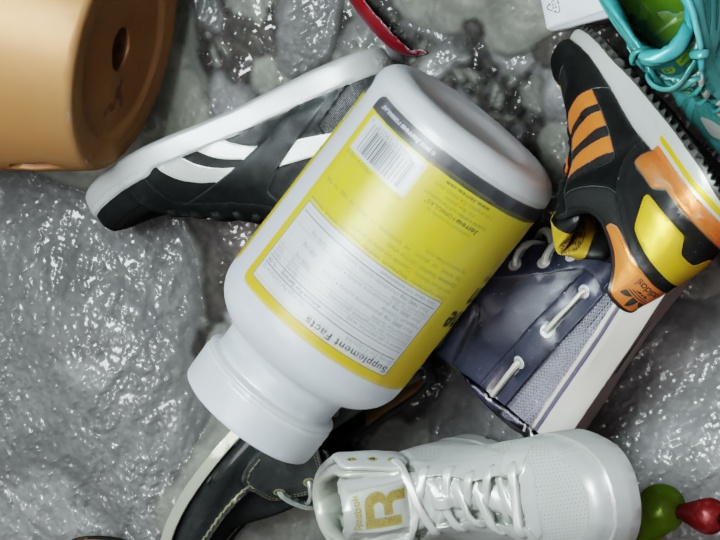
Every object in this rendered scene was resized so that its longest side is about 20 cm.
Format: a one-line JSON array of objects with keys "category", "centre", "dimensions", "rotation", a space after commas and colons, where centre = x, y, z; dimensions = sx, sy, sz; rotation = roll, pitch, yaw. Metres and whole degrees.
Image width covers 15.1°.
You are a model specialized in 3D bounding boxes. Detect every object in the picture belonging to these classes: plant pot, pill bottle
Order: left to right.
[{"category": "plant pot", "centre": [-0.191, -0.138, 1.496], "dimensions": [0.140, 0.200, 0.200], "rotation": [14, 100, 16]}, {"category": "pill bottle", "centre": [0.000, 0.000, 1.414], "dimensions": [0.112, 0.112, 0.200], "rotation": [42, 104, 15]}]

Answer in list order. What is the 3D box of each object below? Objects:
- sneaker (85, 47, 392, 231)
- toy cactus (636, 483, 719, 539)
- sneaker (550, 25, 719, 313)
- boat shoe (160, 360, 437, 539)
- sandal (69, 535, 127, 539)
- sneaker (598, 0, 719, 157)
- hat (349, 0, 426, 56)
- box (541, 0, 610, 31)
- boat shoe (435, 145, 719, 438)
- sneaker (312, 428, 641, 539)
[{"category": "sneaker", "centre": [-0.054, -0.035, 1.508], "dimensions": [0.200, 0.073, 0.112], "rotation": [-25, 85, 23]}, {"category": "toy cactus", "centre": [0.117, 0.197, 1.457], "dimensions": [0.165, 0.102, 0.200], "rotation": [22, 106, 40]}, {"category": "sneaker", "centre": [0.123, -0.052, 1.375], "dimensions": [0.090, 0.070, 0.200], "rotation": [-43, 33, 8]}, {"category": "boat shoe", "centre": [-0.039, 0.105, 1.514], "dimensions": [0.068, 0.072, 0.200], "rotation": [46, 107, 14]}, {"category": "sandal", "centre": [-0.118, 0.239, 1.569], "dimensions": [0.082, 0.055, 0.200], "rotation": [-35, 81, 22]}, {"category": "sneaker", "centre": [0.159, -0.109, 1.325], "dimensions": [0.077, 0.080, 0.200], "rotation": [-22, 119, 36]}, {"category": "hat", "centre": [-0.076, -0.223, 1.530], "dimensions": [0.166, 0.176, 0.200], "rotation": [-17, 47, 20]}, {"category": "box", "centre": [0.179, -0.220, 1.409], "dimensions": [0.200, 0.041, 0.156], "rotation": [-12, 89, 23]}, {"category": "boat shoe", "centre": [0.120, -0.002, 1.433], "dimensions": [0.093, 0.075, 0.200], "rotation": [37, 107, 11]}, {"category": "sneaker", "centre": [0.050, 0.124, 1.401], "dimensions": [0.200, 0.116, 0.074], "rotation": [-7, 92, 62]}]
